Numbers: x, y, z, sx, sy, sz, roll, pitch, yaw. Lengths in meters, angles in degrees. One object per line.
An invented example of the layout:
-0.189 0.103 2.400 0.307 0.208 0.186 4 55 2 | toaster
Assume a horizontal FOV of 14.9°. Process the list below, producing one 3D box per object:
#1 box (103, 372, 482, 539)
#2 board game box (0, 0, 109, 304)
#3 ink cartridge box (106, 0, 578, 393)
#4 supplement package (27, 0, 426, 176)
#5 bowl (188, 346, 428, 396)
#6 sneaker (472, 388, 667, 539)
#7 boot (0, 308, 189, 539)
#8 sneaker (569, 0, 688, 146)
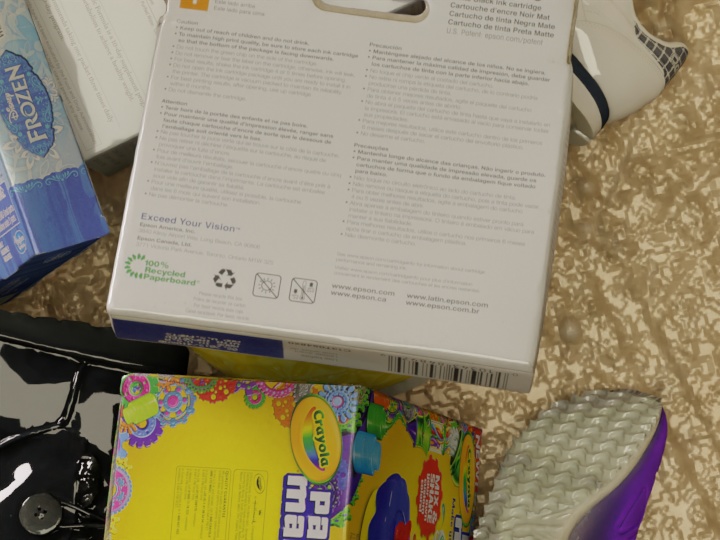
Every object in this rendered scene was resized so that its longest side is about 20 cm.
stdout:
-0.032 0.161 1.329 0.122 0.193 0.200 2 82 20 | box
-0.201 -0.087 1.361 0.043 0.200 0.199 -18 86 -23 | board game box
-0.005 -0.053 1.280 0.199 0.041 0.200 8 69 3 | ink cartridge box
-0.067 -0.140 1.373 0.200 0.114 0.110 -26 88 2 | supplement package
0.000 0.000 1.386 0.200 0.200 0.108 -26 128 0 | bowl
0.104 0.152 1.401 0.070 0.100 0.200 8 49 34 | sneaker
-0.188 0.106 1.355 0.200 0.076 0.168 8 71 3 | boot
0.084 -0.163 1.429 0.080 0.076 0.200 -36 91 -13 | sneaker
